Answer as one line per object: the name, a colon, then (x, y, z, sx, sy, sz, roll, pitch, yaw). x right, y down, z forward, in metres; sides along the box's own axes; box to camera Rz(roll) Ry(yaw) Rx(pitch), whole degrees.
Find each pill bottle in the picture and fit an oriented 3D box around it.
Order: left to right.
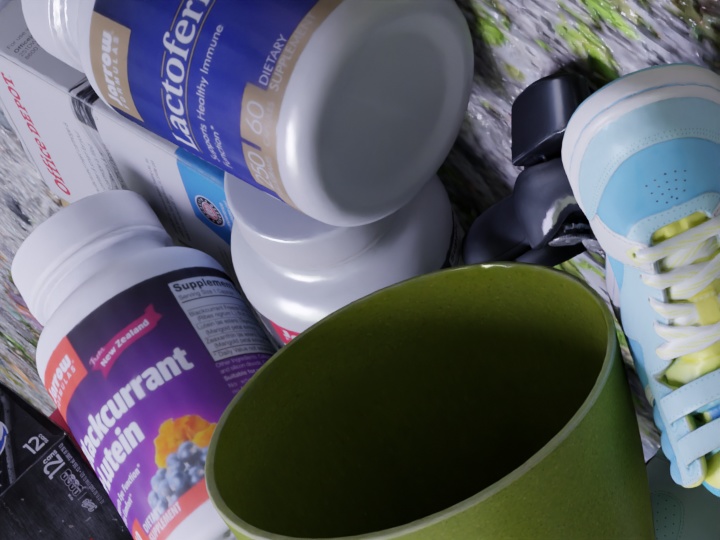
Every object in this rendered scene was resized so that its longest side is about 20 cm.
pill bottle: (-0.097, 0.059, 1.296, 0.200, 0.111, 0.111, 56, 168, 24)
pill bottle: (-0.056, -0.107, 1.154, 0.200, 0.116, 0.116, 28, 157, 36)
pill bottle: (0.000, 0.000, 1.263, 0.111, 0.111, 0.200, 31, 164, 30)

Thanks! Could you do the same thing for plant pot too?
plant pot: (0.056, 0.132, 1.124, 0.187, 0.187, 0.200, 18, 140, 51)

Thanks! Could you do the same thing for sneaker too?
sneaker: (0.158, 0.134, 1.255, 0.074, 0.118, 0.200, 32, 160, 24)
sneaker: (0.140, 0.014, 1.005, 0.200, 0.079, 0.131, 62, -171, -58)

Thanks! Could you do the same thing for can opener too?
can opener: (0.090, -0.028, 1.149, 0.063, 0.079, 0.200, 3, 165, -6)

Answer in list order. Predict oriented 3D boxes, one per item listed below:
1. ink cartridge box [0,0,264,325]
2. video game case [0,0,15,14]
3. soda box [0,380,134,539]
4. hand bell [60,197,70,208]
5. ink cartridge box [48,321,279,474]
ink cartridge box: (-0.096, -0.069, 1.370, 0.200, 0.084, 0.145, 30, 158, 29)
video game case: (-0.262, -0.146, 1.441, 0.200, 0.143, 0.018, 17, 144, 53)
soda box: (-0.162, 0.148, 1.371, 0.063, 0.071, 0.200, 35, 162, 38)
hand bell: (-0.169, -0.094, 1.503, 0.104, 0.104, 0.200, 17, 136, 53)
ink cartridge box: (-0.048, 0.086, 1.436, 0.145, 0.200, 0.145, 30, 160, 34)
